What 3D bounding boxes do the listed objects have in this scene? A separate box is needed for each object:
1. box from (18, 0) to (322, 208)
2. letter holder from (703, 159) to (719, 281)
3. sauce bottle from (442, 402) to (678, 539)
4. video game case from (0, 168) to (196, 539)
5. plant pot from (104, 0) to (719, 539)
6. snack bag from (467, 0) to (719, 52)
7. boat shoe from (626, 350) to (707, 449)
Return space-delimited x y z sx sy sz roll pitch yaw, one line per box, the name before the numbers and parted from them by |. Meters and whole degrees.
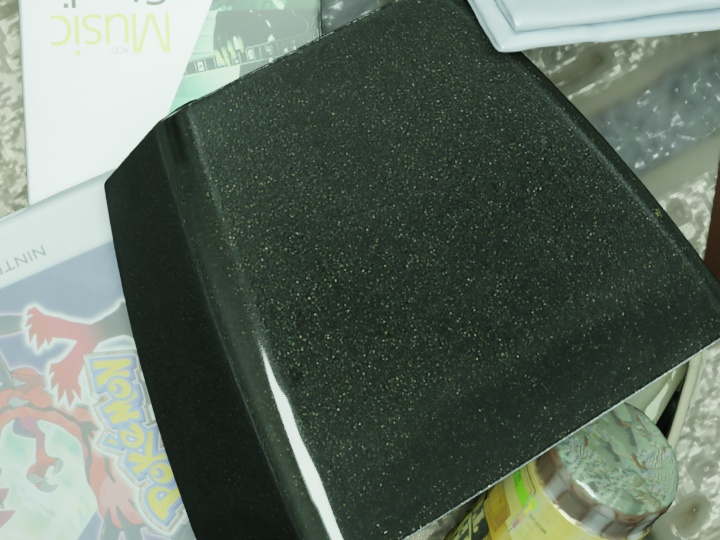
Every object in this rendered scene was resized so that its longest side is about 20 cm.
box | -0.088 -0.101 0.789 0.142 0.036 0.203 -2 96 -2
letter holder | 0.231 -0.077 0.748 0.099 0.142 0.203 8 94 -3
sauce bottle | 0.065 0.136 0.746 0.064 0.065 0.201 30 130 -3
video game case | -0.154 0.079 0.785 0.180 0.023 0.202 -22 104 3
plant pot | 0.000 0.000 0.694 0.198 0.200 0.179 -29 93 -20
snack bag | 0.103 -0.167 0.713 0.186 0.201 0.022 -10 139 -21
boat shoe | 0.111 0.102 0.796 0.071 0.063 0.202 24 94 -5
